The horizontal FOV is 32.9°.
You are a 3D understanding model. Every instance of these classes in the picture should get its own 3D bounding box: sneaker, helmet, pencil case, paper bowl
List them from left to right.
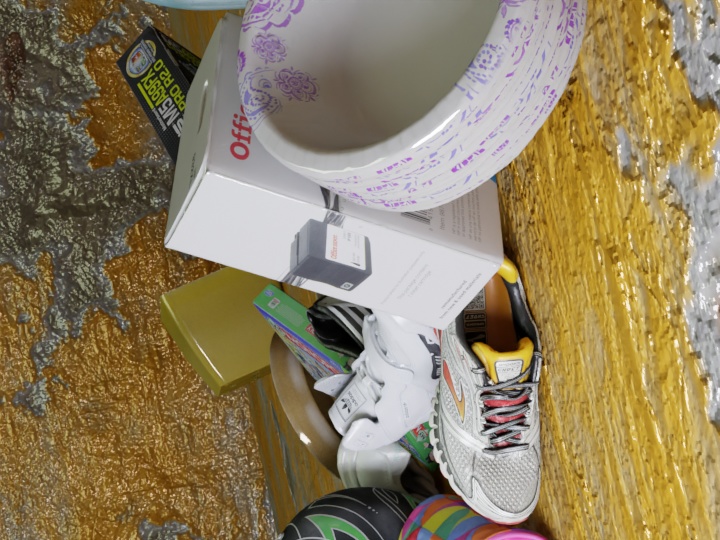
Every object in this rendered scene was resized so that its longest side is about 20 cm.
[{"bbox_3d":[0.000,0.000,1.093,0.076,0.115,0.201,90,164,-45],"label":"sneaker"},{"bbox_3d":[0.011,0.295,1.128,0.200,0.199,0.191,99,172,-60],"label":"helmet"},{"bbox_3d":[0.018,0.080,0.958,0.075,0.115,0.200,60,-179,33],"label":"sneaker"},{"bbox_3d":[0.046,0.236,1.235,0.200,0.088,0.075,65,-143,-44],"label":"sneaker"},{"bbox_3d":[0.034,-0.131,0.688,0.104,0.200,0.201,25,-141,-49],"label":"paper bowl"},{"bbox_3d":[0.092,0.228,0.962,0.200,0.088,0.089,173,86,-80],"label":"pencil case"},{"bbox_3d":[0.087,0.079,0.845,0.082,0.078,0.201,180,78,-77],"label":"sneaker"}]

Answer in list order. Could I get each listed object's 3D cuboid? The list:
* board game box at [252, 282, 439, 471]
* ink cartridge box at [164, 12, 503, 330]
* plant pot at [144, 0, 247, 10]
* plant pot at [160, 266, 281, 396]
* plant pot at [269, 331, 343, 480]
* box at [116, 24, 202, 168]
[{"bbox_3d":[-0.010,0.099,1.155,0.200,0.029,0.135,32,164,46],"label":"board game box"},{"bbox_3d":[-0.016,-0.063,0.796,0.084,0.199,0.146,127,153,-45],"label":"ink cartridge box"},{"bbox_3d":[-0.220,-0.426,1.542,0.196,0.199,0.197,-133,34,-68],"label":"plant pot"},{"bbox_3d":[-0.217,0.104,2.095,0.177,0.199,0.200,65,166,8],"label":"plant pot"},{"bbox_3d":[-0.023,0.138,1.320,0.200,0.027,0.200,45,-155,-29],"label":"plant pot"},{"bbox_3d":[-0.083,-0.090,0.955,0.200,0.044,0.160,30,-161,-48],"label":"box"}]
